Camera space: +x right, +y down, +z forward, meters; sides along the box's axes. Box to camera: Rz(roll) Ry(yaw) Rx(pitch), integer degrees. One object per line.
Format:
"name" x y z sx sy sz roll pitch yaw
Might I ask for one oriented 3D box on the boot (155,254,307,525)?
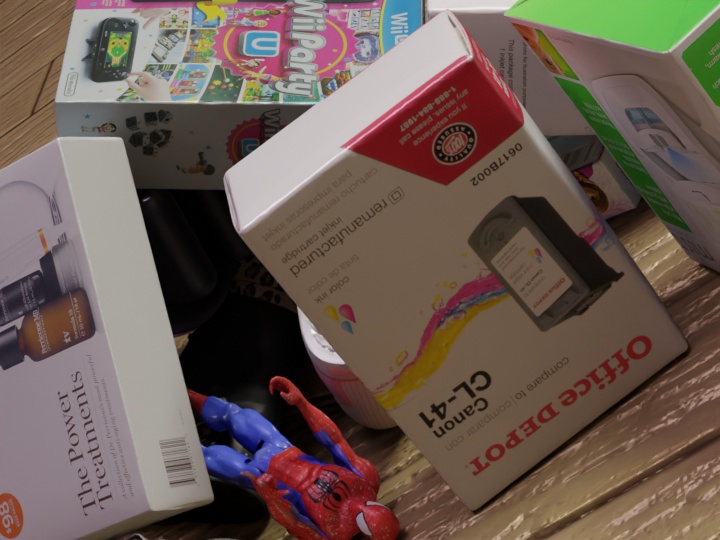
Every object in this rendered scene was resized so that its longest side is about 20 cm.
"boot" -0.104 0.070 1.440 0.203 0.073 0.155 -2 59 47

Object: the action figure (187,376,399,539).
"action figure" -0.063 0.088 1.280 0.199 0.099 0.065 25 67 34

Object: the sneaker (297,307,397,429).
"sneaker" 0.000 0.000 1.373 0.075 0.105 0.201 -14 51 11

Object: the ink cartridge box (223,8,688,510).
"ink cartridge box" 0.048 -0.004 1.204 0.147 0.200 0.086 -37 21 6

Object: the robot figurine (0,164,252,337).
"robot figurine" -0.153 -0.016 1.404 0.199 0.150 0.126 -11 76 46

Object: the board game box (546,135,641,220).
"board game box" 0.111 -0.084 1.482 0.199 0.041 0.200 -21 29 41

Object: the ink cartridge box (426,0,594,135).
"ink cartridge box" 0.136 -0.145 1.357 0.198 0.085 0.145 -1 32 1

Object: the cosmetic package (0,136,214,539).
"cosmetic package" -0.167 0.048 1.278 0.150 0.202 0.051 -25 -14 41

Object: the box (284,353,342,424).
"box" -0.036 0.002 1.489 0.163 0.021 0.201 -18 51 47

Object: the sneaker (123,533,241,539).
"sneaker" -0.120 0.174 1.300 0.199 0.081 0.075 -21 25 42

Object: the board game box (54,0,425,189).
"board game box" -0.063 -0.109 1.346 0.198 0.065 0.148 1 38 1

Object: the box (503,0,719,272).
"box" 0.186 -0.079 1.152 0.097 0.177 0.200 -41 21 -7
